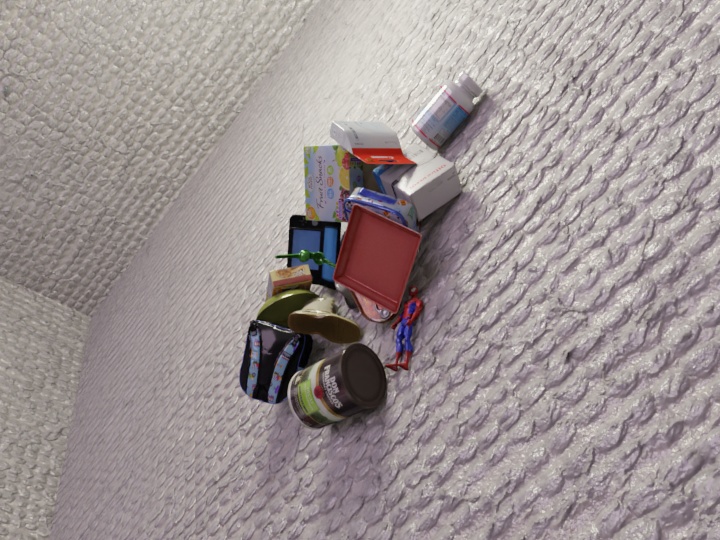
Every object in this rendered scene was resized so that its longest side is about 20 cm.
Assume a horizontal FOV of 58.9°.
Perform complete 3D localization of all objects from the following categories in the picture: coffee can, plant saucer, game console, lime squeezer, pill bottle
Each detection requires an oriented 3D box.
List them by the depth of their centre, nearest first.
[{"bbox_3d":[-0.055,0.273,1.485,0.198,0.145,0.149,-31,40,39],"label":"coffee can"},{"bbox_3d":[0.043,-0.031,1.522,0.197,0.036,0.204,27,110,27],"label":"plant saucer"},{"bbox_3d":[0.231,-0.432,1.707,0.200,0.108,0.110,-47,33,19],"label":"pill bottle"},{"bbox_3d":[-0.140,-0.028,1.776,0.071,0.195,0.038,-88,12,-52],"label":"lime squeezer"},{"bbox_3d":[-0.207,0.106,1.799,0.199,0.198,0.032,-40,61,28],"label":"plant saucer"},{"bbox_3d":[-0.137,-0.056,1.841,0.118,0.166,0.206,-40,-46,-84],"label":"game console"}]

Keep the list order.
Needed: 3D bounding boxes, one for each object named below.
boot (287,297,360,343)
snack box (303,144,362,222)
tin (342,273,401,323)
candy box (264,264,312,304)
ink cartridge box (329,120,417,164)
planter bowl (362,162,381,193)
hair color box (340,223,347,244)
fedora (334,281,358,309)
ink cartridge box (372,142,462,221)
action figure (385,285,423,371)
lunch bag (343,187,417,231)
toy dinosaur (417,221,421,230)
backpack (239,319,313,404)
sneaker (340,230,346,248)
[{"bbox_3d":[-0.078,0.127,1.696,0.155,0.195,0.074,-43,-40,-69],"label":"boot"},{"bbox_3d":[-0.074,-0.237,1.726,0.166,0.067,0.206,7,101,38],"label":"snack box"},{"bbox_3d":[0.030,0.036,1.581,0.111,0.042,0.203,-34,67,18],"label":"tin"},{"bbox_3d":[-0.209,0.066,1.825,0.201,0.113,0.056,110,144,-55],"label":"candy box"},{"bbox_3d":[0.034,-0.326,1.615,0.200,0.157,0.048,44,131,47],"label":"ink cartridge box"},{"bbox_3d":[0.025,-0.298,1.782,0.195,0.137,0.202,-14,31,8],"label":"planter bowl"},{"bbox_3d":[-0.001,-0.142,1.841,0.202,0.063,0.111,-55,30,9],"label":"hair color box"},{"bbox_3d":[0.000,0.000,1.689,0.202,0.089,0.177,-54,31,8],"label":"fedora"},{"bbox_3d":[0.143,-0.229,1.620,0.143,0.085,0.200,-34,37,-9],"label":"ink cartridge box"},{"bbox_3d":[0.105,0.128,1.475,0.065,0.051,0.204,-21,46,52],"label":"action figure"},{"bbox_3d":[0.046,-0.122,1.587,0.197,0.163,0.076,19,51,30],"label":"lunch bag"},{"bbox_3d":[0.133,-0.166,1.669,0.201,0.060,0.107,-52,30,11],"label":"toy dinosaur"},{"bbox_3d":[-0.230,0.251,1.722,0.178,0.134,0.205,12,84,13],"label":"backpack"},{"bbox_3d":[0.028,-0.098,1.742,0.199,0.085,0.079,-40,46,25],"label":"sneaker"}]
